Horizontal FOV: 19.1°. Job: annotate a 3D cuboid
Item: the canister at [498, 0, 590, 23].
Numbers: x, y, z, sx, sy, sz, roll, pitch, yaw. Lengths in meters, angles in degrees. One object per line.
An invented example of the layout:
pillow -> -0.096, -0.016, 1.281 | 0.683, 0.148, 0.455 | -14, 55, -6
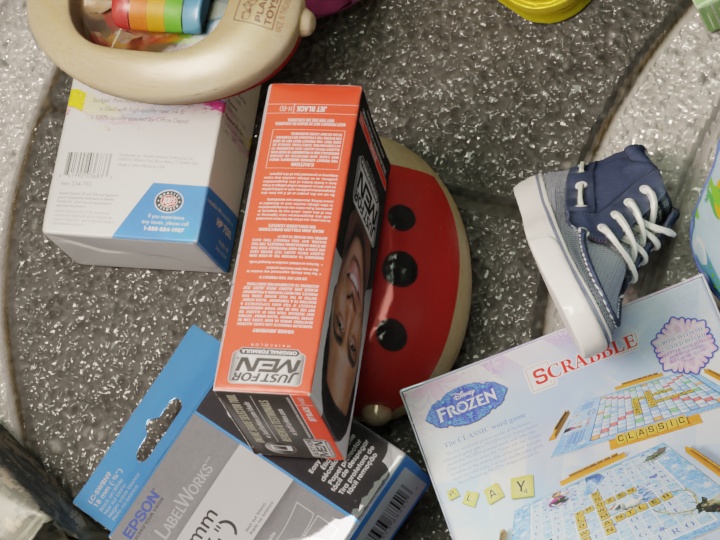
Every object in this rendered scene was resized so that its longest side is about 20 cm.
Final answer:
canister -> 0.078, -0.259, 1.373 | 0.149, 0.200, 0.087 | 40, 86, 26

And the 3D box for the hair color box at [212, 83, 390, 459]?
hair color box -> -0.031, 0.000, 1.261 | 0.061, 0.102, 0.200 | 3, 65, 14

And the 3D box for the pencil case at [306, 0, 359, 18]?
pencil case -> -0.039, -0.268, 1.484 | 0.094, 0.091, 0.200 | 0, 69, -19

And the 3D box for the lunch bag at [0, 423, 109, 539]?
lunch bag -> -0.291, 0.191, 1.381 | 0.164, 0.118, 0.200 | 41, 93, 26

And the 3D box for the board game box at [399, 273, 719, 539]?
board game box -> 0.148, 0.127, 1.265 | 0.200, 0.041, 0.200 | -21, 64, 4

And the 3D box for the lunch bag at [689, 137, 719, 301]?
lunch bag -> 0.274, -0.037, 1.225 | 0.082, 0.200, 0.161 | -16, 52, -27

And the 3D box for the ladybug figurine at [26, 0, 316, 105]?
ladybug figurine -> -0.120, -0.166, 1.402 | 0.200, 0.072, 0.136 | 12, 74, 21

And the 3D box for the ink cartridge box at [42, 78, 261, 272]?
ink cartridge box -> -0.136, -0.105, 1.462 | 0.116, 0.067, 0.200 | 4, 72, 18

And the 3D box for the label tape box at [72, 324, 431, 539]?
label tape box -> -0.080, 0.129, 1.311 | 0.200, 0.063, 0.144 | 31, 83, 26

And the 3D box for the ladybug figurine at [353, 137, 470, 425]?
ladybug figurine -> 0.000, 0.000, 1.368 | 0.136, 0.072, 0.200 | -15, 67, 13

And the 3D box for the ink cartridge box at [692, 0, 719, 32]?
ink cartridge box -> 0.289, -0.259, 1.391 | 0.200, 0.048, 0.146 | -24, 65, 11

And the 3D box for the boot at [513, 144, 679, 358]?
boot -> 0.150, -0.021, 1.288 | 0.090, 0.073, 0.200 | -23, 26, 7
